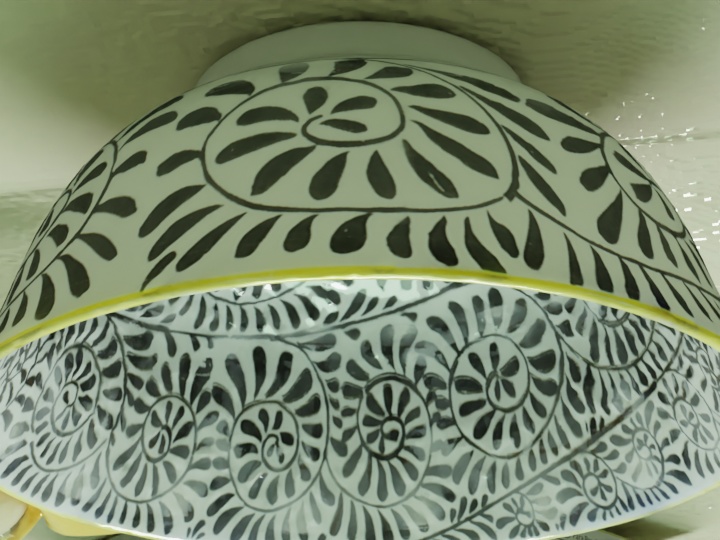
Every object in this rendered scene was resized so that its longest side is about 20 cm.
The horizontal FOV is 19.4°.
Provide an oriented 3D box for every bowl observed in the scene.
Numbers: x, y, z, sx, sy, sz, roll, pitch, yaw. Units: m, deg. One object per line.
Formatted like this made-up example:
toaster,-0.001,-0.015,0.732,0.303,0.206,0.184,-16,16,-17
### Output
bowl,0.000,0.000,0.528,0.200,0.095,0.201,0,156,0

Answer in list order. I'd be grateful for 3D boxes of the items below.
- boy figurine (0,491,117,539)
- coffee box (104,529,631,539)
boy figurine,-0.074,0.067,0.720,0.199,0.065,0.124,-5,159,2
coffee box,0.005,0.209,0.873,0.200,0.199,0.199,22,149,-37
